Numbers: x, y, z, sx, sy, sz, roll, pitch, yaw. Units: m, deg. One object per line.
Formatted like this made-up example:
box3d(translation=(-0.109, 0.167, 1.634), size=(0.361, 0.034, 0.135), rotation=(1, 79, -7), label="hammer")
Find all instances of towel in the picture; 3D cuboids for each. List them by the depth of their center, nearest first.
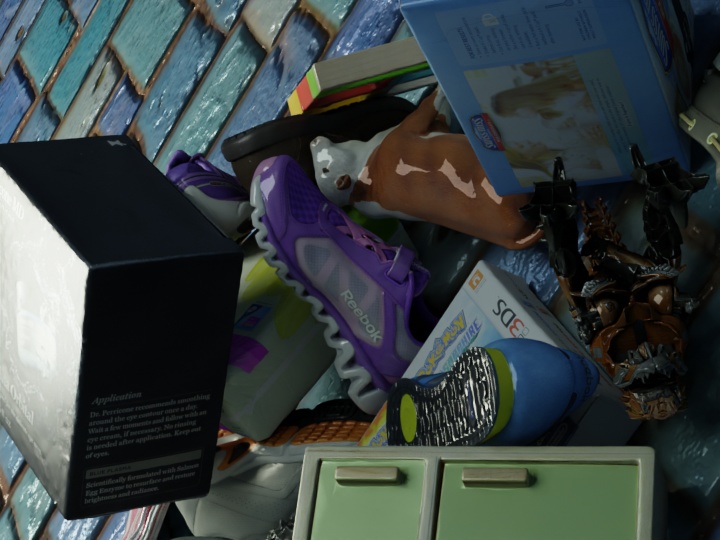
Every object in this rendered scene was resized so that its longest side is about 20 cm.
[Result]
box3d(translation=(-0.179, 0.190, 1.362), size=(0.200, 0.030, 0.147), rotation=(157, 135, -78), label="towel")

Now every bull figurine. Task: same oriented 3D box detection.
box3d(translation=(0.060, -0.077, 1.160), size=(0.199, 0.065, 0.122), rotation=(21, 81, 32), label="bull figurine")

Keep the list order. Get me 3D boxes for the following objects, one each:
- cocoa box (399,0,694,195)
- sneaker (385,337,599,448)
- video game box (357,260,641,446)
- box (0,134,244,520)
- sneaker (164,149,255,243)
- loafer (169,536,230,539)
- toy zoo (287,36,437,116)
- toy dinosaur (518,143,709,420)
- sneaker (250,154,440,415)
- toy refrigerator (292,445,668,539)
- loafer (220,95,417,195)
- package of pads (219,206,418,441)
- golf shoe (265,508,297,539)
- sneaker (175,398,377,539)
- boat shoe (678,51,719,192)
box3d(translation=(0.119, -0.156, 1.007), size=(0.133, 0.200, 0.132), rotation=(-6, 57, 21), label="cocoa box")
box3d(translation=(0.075, 0.085, 0.994), size=(0.200, 0.078, 0.066), rotation=(143, 121, -65), label="sneaker")
box3d(translation=(0.072, 0.118, 1.063), size=(0.200, 0.047, 0.182), rotation=(-57, 29, 12), label="video game box")
box3d(translation=(-0.186, 0.035, 1.179), size=(0.197, 0.117, 0.201), rotation=(41, 129, 47), label="box")
box3d(translation=(-0.114, -0.058, 1.285), size=(0.081, 0.084, 0.200), rotation=(-40, 1, -2), label="sneaker")
box3d(translation=(-0.050, 0.233, 1.017), size=(0.070, 0.199, 0.075), rotation=(-57, -7, -43), label="loafer")
box3d(translation=(0.016, -0.145, 1.241), size=(0.200, 0.131, 0.021), rotation=(162, 92, -80), label="toy zoo")
box3d(translation=(0.147, 0.007, 0.974), size=(0.102, 0.136, 0.200), rotation=(-21, 29, -15), label="toy dinosaur")
box3d(translation=(0.000, 0.000, 1.155), size=(0.088, 0.201, 0.081), rotation=(-25, 16, 28), label="sneaker")
box3d(translation=(0.066, 0.142, 0.923), size=(0.199, 0.070, 0.076), rotation=(-1, 60, 17), label="toy refrigerator")
box3d(translation=(-0.025, -0.084, 1.264), size=(0.073, 0.200, 0.071), rotation=(-16, 91, 45), label="loafer")
box3d(translation=(-0.066, 0.033, 1.270), size=(0.200, 0.068, 0.154), rotation=(-48, 25, -20), label="package of pads")
box3d(translation=(-0.037, 0.223, 1.133), size=(0.078, 0.094, 0.200), rotation=(-57, 1, -15), label="golf shoe")
box3d(translation=(-0.052, 0.156, 1.222), size=(0.199, 0.092, 0.076), rotation=(-15, 13, 32), label="sneaker")
box3d(translation=(0.230, -0.054, 0.919), size=(0.060, 0.072, 0.202), rotation=(-53, 25, 22), label="boat shoe")
